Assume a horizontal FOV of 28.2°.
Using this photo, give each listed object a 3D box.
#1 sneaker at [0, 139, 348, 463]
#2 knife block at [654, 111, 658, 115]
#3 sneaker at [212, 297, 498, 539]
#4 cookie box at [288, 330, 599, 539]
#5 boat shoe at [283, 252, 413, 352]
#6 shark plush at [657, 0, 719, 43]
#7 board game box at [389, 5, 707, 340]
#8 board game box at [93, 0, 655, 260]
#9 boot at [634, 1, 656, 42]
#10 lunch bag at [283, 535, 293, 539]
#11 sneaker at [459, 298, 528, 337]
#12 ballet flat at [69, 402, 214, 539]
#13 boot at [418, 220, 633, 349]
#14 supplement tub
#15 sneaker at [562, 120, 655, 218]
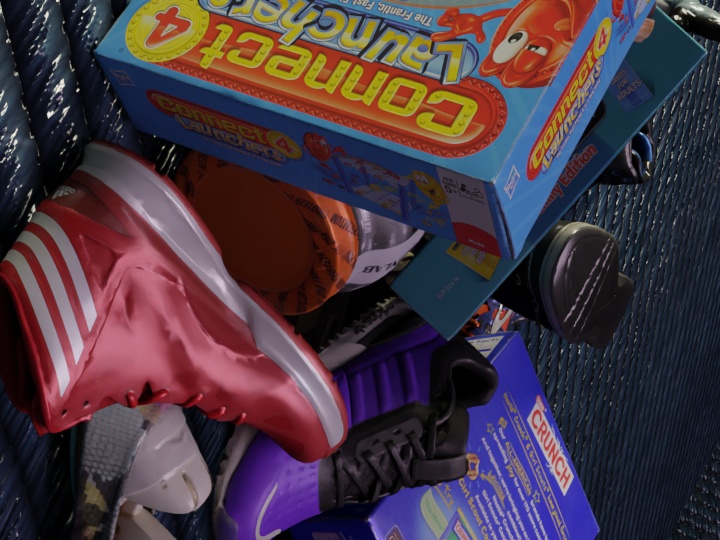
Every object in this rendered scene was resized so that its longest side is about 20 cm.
[{"bbox_3d":[-0.096,0.047,0.659,0.116,0.078,0.200,-48,120,-18],"label":"sneaker"},{"bbox_3d":[0.241,-0.217,1.252,0.176,0.064,0.201,-44,148,-47],"label":"knife block"},{"bbox_3d":[0.007,0.090,0.772,0.200,0.099,0.070,-41,148,-41],"label":"sneaker"},{"bbox_3d":[0.061,0.165,0.926,0.200,0.075,0.172,-44,118,-44],"label":"cookie box"},{"bbox_3d":[0.000,0.000,0.875,0.201,0.073,0.075,-62,158,-16],"label":"boat shoe"},{"bbox_3d":[0.198,-0.217,1.003,0.083,0.200,0.091,-33,129,-12],"label":"shark plush"},{"bbox_3d":[0.107,-0.058,0.812,0.200,0.047,0.151,-49,176,11],"label":"board game box"},{"bbox_3d":[0.019,-0.125,0.630,0.196,0.199,0.056,-59,153,-22],"label":"board game box"},{"bbox_3d":[0.094,-0.224,0.705,0.072,0.200,0.167,-7,131,-57],"label":"boot"},{"bbox_3d":[-0.029,0.269,0.976,0.200,0.135,0.133,-39,145,-50],"label":"lunch bag"},{"bbox_3d":[0.088,0.031,1.138,0.200,0.075,0.079,-56,140,-37],"label":"sneaker"},{"bbox_3d":[-0.115,0.125,0.727,0.069,0.071,0.201,-31,138,-64],"label":"ballet flat"},{"bbox_3d":[0.103,-0.011,1.000,0.074,0.153,0.203,-62,158,-2],"label":"boot"},{"bbox_3d":[-0.001,-0.071,0.741,0.200,0.122,0.123,-48,151,-42],"label":"supplement tub"},{"bbox_3d":[0.180,-0.071,1.180,0.073,0.111,0.201,-43,147,-45],"label":"sneaker"}]
